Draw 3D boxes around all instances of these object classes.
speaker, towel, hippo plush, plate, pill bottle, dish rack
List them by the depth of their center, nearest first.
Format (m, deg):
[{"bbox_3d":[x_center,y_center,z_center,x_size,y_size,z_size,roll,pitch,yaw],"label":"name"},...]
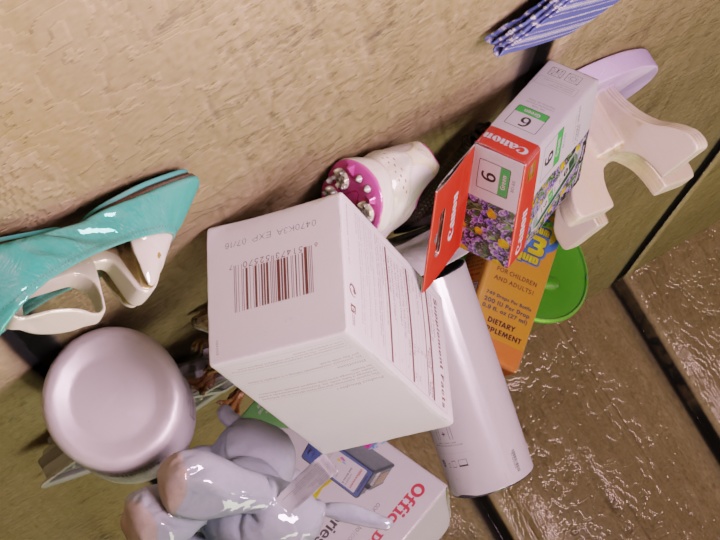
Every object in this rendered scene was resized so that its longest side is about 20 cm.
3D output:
[{"bbox_3d":[0.190,-0.221,1.428,0.199,0.024,0.144,-36,173,34],"label":"towel"},{"bbox_3d":[-0.107,0.171,1.619,0.199,0.159,0.161,-38,-153,12],"label":"hippo plush"},{"bbox_3d":[-0.194,0.117,1.666,0.114,0.115,0.200,-30,171,-5],"label":"pill bottle"},{"bbox_3d":[0.086,0.094,1.780,0.080,0.202,0.081,-19,-171,3],"label":"speaker"},{"bbox_3d":[0.000,0.000,1.786,0.198,0.033,0.199,-18,-176,19],"label":"plate"},{"bbox_3d":[-0.213,0.136,1.941,0.199,0.044,0.171,-36,171,24],"label":"dish rack"}]

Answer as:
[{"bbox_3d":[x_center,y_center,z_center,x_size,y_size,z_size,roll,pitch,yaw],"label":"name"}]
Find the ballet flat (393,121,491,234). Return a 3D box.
[{"bbox_3d":[0.078,-0.081,1.758,0.067,0.047,0.200,-25,174,-30],"label":"ballet flat"}]

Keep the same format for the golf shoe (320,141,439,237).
[{"bbox_3d":[0.001,-0.039,1.610,0.091,0.076,0.200,-30,173,-30],"label":"golf shoe"}]

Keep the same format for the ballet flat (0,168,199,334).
[{"bbox_3d":[-0.168,-0.002,1.247,0.199,0.071,0.067,-24,169,-40],"label":"ballet flat"}]

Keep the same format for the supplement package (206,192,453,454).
[{"bbox_3d":[-0.021,0.045,1.534,0.116,0.118,0.200,-15,150,19],"label":"supplement package"}]

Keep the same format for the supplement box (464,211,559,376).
[{"bbox_3d":[0.137,-0.006,1.874,0.069,0.066,0.202,-22,-132,68],"label":"supplement box"}]

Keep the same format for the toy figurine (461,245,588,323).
[{"bbox_3d":[0.108,0.028,2.106,0.198,0.151,0.184,2,150,-33],"label":"toy figurine"}]

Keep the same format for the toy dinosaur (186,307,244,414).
[{"bbox_3d":[-0.104,0.075,1.846,0.107,0.060,0.200,-57,164,5],"label":"toy dinosaur"}]

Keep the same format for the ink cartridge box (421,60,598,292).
[{"bbox_3d":[0.119,-0.068,1.594,0.200,0.050,0.110,-49,155,-42],"label":"ink cartridge box"}]

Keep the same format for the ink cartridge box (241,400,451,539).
[{"bbox_3d":[-0.036,0.209,1.831,0.145,0.199,0.088,-47,159,-19],"label":"ink cartridge box"}]

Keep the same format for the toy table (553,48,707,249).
[{"bbox_3d":[0.217,-0.112,1.790,0.199,0.118,0.184,-24,168,-35],"label":"toy table"}]
